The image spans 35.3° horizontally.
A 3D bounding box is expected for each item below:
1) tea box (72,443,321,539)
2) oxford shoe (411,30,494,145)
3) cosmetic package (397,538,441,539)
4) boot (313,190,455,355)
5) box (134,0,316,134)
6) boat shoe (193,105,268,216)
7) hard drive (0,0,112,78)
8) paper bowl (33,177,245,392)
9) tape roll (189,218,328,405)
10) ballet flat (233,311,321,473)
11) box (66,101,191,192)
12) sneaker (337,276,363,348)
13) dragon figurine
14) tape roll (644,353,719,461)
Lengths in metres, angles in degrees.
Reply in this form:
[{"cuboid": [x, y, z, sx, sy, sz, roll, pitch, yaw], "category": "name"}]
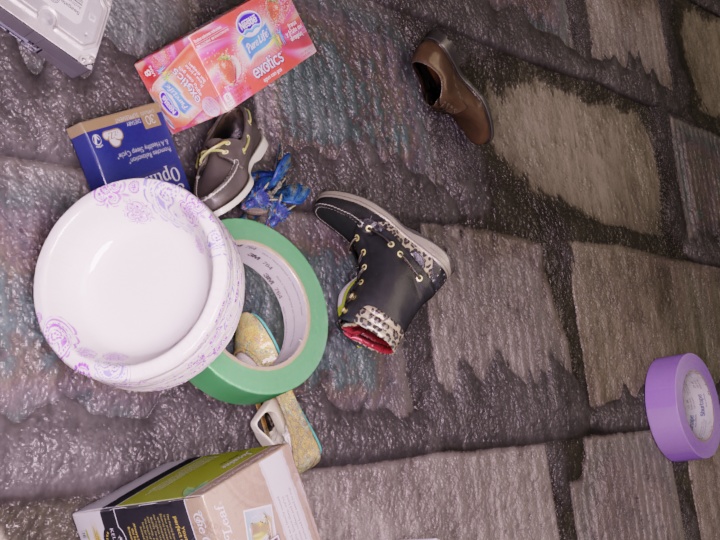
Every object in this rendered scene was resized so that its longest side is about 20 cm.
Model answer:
[{"cuboid": [-0.145, 0.294, 1.101, 0.133, 0.196, 0.202, -23, 97, -52], "category": "tea box"}, {"cuboid": [0.136, -0.263, 1.748, 0.200, 0.072, 0.085, 52, 60, -25], "category": "oxford shoe"}, {"cuboid": [0.128, 0.428, 1.499, 0.199, 0.071, 0.102, 31, 56, -41], "category": "cosmetic package"}, {"cuboid": [0.001, 0.000, 1.437, 0.203, 0.074, 0.154, 31, 65, 8], "category": "boot"}, {"cuboid": [-0.156, -0.252, 1.342, 0.200, 0.102, 0.095, -45, 113, -47], "category": "box"}, {"cuboid": [-0.158, -0.125, 1.297, 0.202, 0.071, 0.061, -79, 147, -58], "category": "boat shoe"}, {"cuboid": [-0.324, -0.325, 1.208, 0.139, 0.038, 0.202, 35, 54, -39], "category": "hard drive"}, {"cuboid": [-0.211, 0.019, 1.116, 0.104, 0.199, 0.203, 56, 31, -70], "category": "paper bowl"}, {"cuboid": [-0.128, 0.044, 1.243, 0.199, 0.048, 0.202, 19, 59, -35], "category": "tape roll"}, {"cuboid": [-0.108, 0.148, 1.306, 0.071, 0.070, 0.201, -36, 107, -50], "category": "ballet flat"}, {"cuboid": [-0.235, -0.076, 1.243, 0.121, 0.032, 0.202, -28, 102, -52], "category": "box"}, {"cuboid": [0.034, 0.023, 1.505, 0.074, 0.080, 0.201, 54, 43, -24], "category": "sneaker"}, {"cuboid": [-0.100, -0.102, 1.360, 0.059, 0.099, 0.200, 60, 35, -18], "category": "dragon figurine"}, {"cuboid": [0.620, 0.263, 2.172, 0.199, 0.065, 0.202, 19, 65, -47], "category": "tape roll"}]
